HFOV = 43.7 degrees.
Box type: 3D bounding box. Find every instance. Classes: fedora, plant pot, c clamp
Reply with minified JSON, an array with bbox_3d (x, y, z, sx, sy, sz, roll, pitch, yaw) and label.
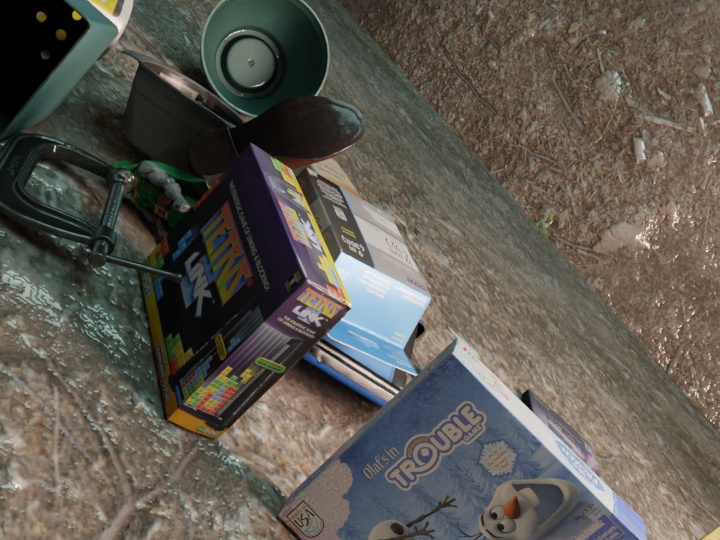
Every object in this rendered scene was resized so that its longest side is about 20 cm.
[{"bbox_3d":[-0.213,-0.170,1.032,0.177,0.090,0.200,34,9,-9],"label":"fedora"},{"bbox_3d":[-0.328,-0.231,0.878,0.141,0.141,0.200,42,10,-7],"label":"plant pot"},{"bbox_3d":[-0.163,-0.335,1.424,0.200,0.200,0.134,39,-9,-17],"label":"plant pot"},{"bbox_3d":[-0.248,-0.061,0.808,0.171,0.027,0.200,18,26,-23],"label":"c clamp"}]

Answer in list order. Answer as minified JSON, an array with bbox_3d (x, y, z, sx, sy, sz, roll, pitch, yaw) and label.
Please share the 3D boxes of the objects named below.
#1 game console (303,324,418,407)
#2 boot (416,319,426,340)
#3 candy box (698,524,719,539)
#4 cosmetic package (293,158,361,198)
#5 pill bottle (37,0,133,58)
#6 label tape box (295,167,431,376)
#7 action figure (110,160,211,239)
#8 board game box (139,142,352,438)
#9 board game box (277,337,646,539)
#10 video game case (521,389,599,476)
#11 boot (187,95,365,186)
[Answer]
[{"bbox_3d":[0.006,0.064,0.945,0.200,0.118,0.171,34,-7,-27],"label":"game console"},{"bbox_3d":[0.015,0.028,1.144,0.200,0.075,0.097,25,23,-51],"label":"boot"},{"bbox_3d":[0.457,0.367,1.148,0.115,0.200,0.055,18,32,-55],"label":"candy box"},{"bbox_3d":[-0.063,-0.101,1.240,0.103,0.087,0.200,19,30,-52],"label":"cosmetic package"},{"bbox_3d":[-0.374,-0.335,1.036,0.200,0.111,0.111,28,23,-43],"label":"pill bottle"},{"bbox_3d":[0.000,0.000,0.936,0.143,0.066,0.200,27,26,-41],"label":"label tape box"},{"bbox_3d":[-0.171,-0.053,0.894,0.200,0.118,0.055,32,44,13],"label":"action figure"},{"bbox_3d":[-0.106,0.012,0.756,0.057,0.165,0.200,31,21,-38],"label":"board game box"},{"bbox_3d":[0.074,0.190,0.691,0.199,0.200,0.043,44,18,1],"label":"board game box"},{"bbox_3d":[0.300,0.268,1.329,0.143,0.019,0.200,42,17,-7],"label":"video game case"},{"bbox_3d":[-0.093,-0.121,0.986,0.200,0.188,0.069,139,-72,-83],"label":"boot"}]
